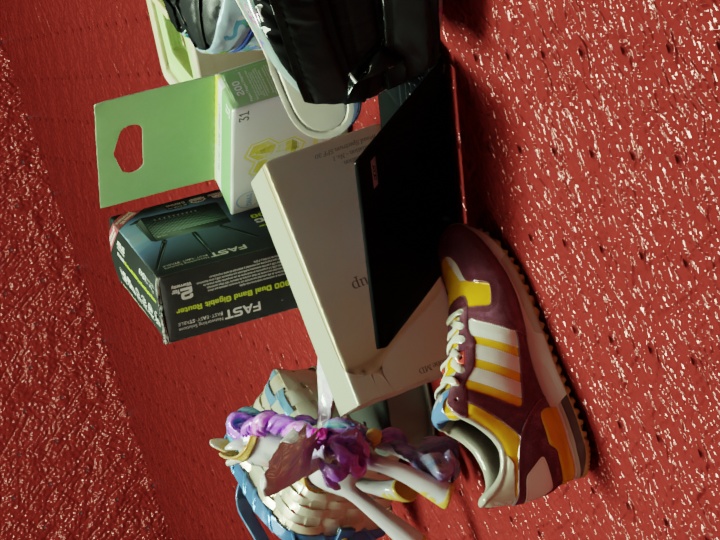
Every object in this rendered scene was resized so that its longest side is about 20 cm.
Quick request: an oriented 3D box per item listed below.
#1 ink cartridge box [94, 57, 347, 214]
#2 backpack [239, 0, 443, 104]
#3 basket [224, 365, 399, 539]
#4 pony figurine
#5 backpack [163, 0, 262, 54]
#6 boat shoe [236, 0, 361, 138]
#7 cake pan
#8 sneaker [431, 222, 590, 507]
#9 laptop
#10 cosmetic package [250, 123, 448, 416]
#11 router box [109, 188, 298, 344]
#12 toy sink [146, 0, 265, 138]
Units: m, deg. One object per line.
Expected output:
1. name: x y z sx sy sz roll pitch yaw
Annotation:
1. ink cartridge box: -0.109 -0.102 1.851 0.146 0.199 0.048 96 151 -56
2. backpack: -0.015 -0.212 1.492 0.127 0.166 0.201 -95 -9 -60
3. basket: -0.049 0.202 2.132 0.200 0.139 0.177 -61 42 31
4. pony figurine: -0.019 0.144 1.883 0.193 0.199 0.167 112 -179 -56
5. backpack: -0.087 -0.254 1.710 0.163 0.153 0.201 47 125 42
6. boat shoe: -0.044 -0.193 1.612 0.063 0.072 0.201 -48 -57 -66
7. cake pan: 0.007 0.073 1.995 0.200 0.037 0.201 160 90 -76
8. sneaker: 0.082 0.064 1.589 0.075 0.090 0.201 107 140 -68
9. laptop: 0.011 -0.081 1.634 0.200 0.103 0.178 -124 20 -44
10. cosmetic package: 0.000 0.000 1.788 0.073 0.103 0.201 136 113 -74
11. router box: -0.094 -0.017 1.910 0.150 0.199 0.062 -136 34 -60
12. toy sink: -0.116 -0.232 1.888 0.130 0.112 0.201 -129 24 -51
